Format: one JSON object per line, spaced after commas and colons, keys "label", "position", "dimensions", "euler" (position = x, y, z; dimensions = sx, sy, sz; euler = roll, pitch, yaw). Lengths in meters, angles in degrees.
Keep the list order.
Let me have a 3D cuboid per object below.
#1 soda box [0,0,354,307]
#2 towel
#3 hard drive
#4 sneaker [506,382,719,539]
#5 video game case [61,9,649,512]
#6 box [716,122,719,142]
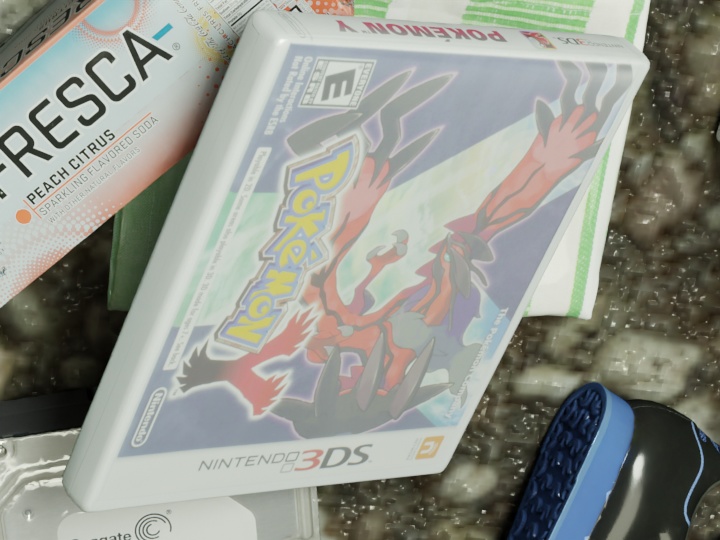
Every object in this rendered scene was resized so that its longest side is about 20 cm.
{"label": "soda box", "position": [-0.095, -0.062, 0.774], "dimensions": [0.200, 0.068, 0.064], "euler": [-37, 110, 14]}
{"label": "towel", "position": [0.007, -0.050, 0.847], "dimensions": [0.199, 0.023, 0.153], "euler": [2, 113, -14]}
{"label": "hard drive", "position": [-0.083, 0.141, 0.901], "dimensions": [0.139, 0.038, 0.201], "euler": [-8, 114, -11]}
{"label": "sneaker", "position": [0.090, 0.149, 0.921], "dimensions": [0.078, 0.070, 0.201], "euler": [23, 99, -16]}
{"label": "video game case", "position": [0.000, 0.000, 0.797], "dimensions": [0.181, 0.023, 0.201], "euler": [-2, 127, -42]}
{"label": "box", "position": [0.224, -0.114, 0.821], "dimensions": [0.101, 0.113, 0.201], "euler": [7, 112, -18]}
